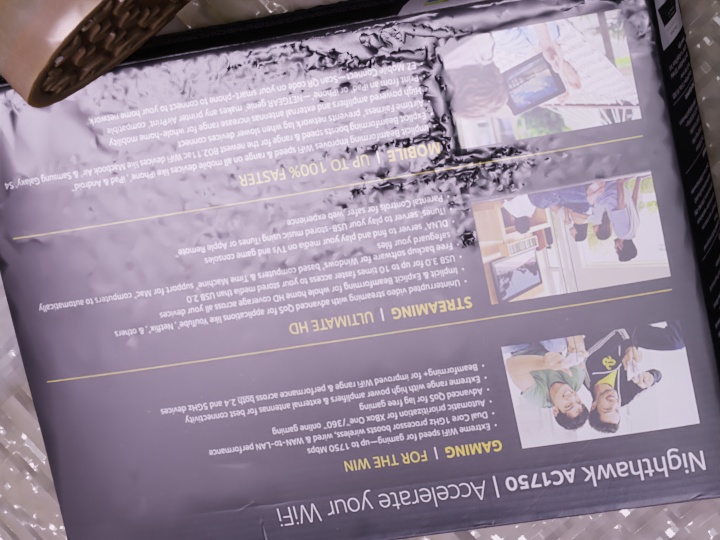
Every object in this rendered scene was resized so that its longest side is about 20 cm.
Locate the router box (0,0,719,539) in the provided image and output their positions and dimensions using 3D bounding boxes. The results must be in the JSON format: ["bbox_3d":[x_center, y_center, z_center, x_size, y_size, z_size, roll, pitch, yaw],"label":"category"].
[{"bbox_3d":[0.000,0.000,0.782,0.200,0.051,0.150,-8,103,16],"label":"router box"}]

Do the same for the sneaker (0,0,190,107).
[{"bbox_3d":[-0.045,-0.143,0.740,0.090,0.067,0.200,44,90,9],"label":"sneaker"}]
